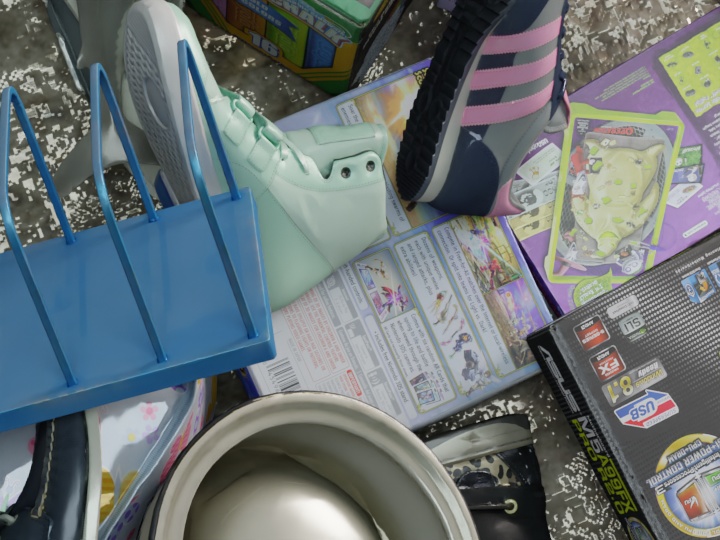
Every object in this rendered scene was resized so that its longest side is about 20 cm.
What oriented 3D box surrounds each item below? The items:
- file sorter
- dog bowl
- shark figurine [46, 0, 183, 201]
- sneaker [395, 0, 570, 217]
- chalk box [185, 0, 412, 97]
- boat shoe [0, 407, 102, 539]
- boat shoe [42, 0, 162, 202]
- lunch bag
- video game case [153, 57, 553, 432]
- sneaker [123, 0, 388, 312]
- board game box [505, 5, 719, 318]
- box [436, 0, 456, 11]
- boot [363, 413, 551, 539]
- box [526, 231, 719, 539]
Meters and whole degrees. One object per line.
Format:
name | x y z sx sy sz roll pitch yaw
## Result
file sorter | -0.157 -0.016 1.082 0.199 0.123 0.139 -15 36 2
dog bowl | -0.034 0.168 1.154 0.199 0.074 0.201 10 68 -28
shark figurine | -0.153 -0.158 1.228 0.089 0.215 0.128 -3 35 -29
sneaker | 0.092 -0.122 1.250 0.082 0.070 0.200 16 112 -23
chalk box | -0.022 -0.204 1.265 0.124 0.200 0.125 31 77 3
boat shoe | -0.165 0.152 1.081 0.062 0.075 0.201 6 86 -10
boat shoe | -0.143 -0.134 1.310 0.073 0.062 0.201 -28 104 -13
lunch bag | -0.155 0.092 1.213 0.127 0.170 0.200 34 81 4
video game case | 0.000 0.000 1.294 0.181 0.045 0.201 -23 86 -14
sneaker | -0.052 -0.080 1.206 0.118 0.074 0.201 -29 123 -14
board game box | 0.177 -0.067 1.343 0.200 0.032 0.120 -30 79 -9
box | 0.111 -0.256 1.330 0.060 0.117 0.201 19 77 -1
boot | 0.027 0.183 1.261 0.203 0.073 0.154 -20 84 -7
box | 0.220 0.063 1.290 0.200 0.044 0.161 -26 87 -19
